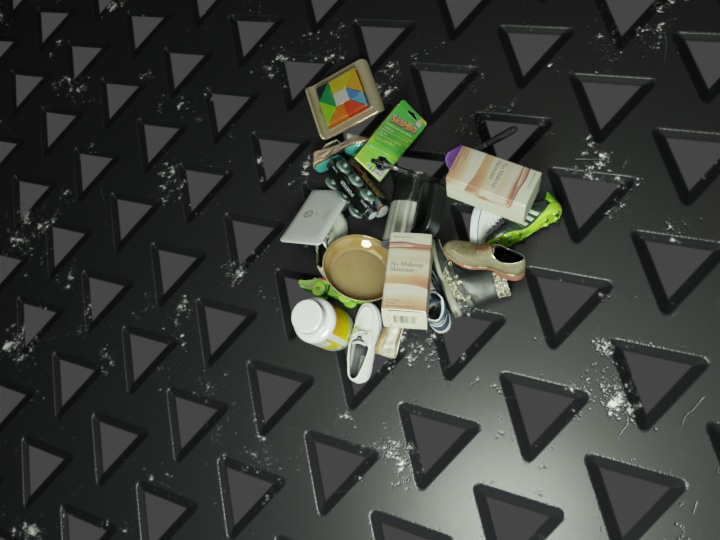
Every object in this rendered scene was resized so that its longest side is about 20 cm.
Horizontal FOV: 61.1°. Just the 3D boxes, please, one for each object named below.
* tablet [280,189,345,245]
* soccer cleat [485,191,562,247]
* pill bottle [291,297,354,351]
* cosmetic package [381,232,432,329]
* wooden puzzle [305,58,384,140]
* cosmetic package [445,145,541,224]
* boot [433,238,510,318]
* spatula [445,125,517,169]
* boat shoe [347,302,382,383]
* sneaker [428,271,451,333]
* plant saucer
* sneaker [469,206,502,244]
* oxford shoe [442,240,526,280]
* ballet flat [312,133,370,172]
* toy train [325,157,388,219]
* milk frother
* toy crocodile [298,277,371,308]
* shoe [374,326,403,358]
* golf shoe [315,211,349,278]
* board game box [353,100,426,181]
[{"bbox_3d":[-0.118,-0.143,1.609,0.129,0.014,0.201,6,49,29],"label":"tablet"},{"bbox_3d":[0.384,-0.117,1.466,0.198,0.068,0.082,-26,59,4],"label":"soccer cleat"},{"bbox_3d":[-0.093,0.129,1.480,0.108,0.200,0.111,-5,74,17],"label":"pill bottle"},{"bbox_3d":[0.108,0.021,1.380,0.102,0.088,0.202,2,58,8],"label":"cosmetic package"},{"bbox_3d":[-0.048,-0.487,1.722,0.198,0.037,0.187,-23,69,12],"label":"wooden puzzle"},{"bbox_3d":[0.310,-0.202,1.431,0.198,0.087,0.104,22,71,19],"label":"cosmetic package"},{"bbox_3d":[0.261,-0.001,1.471,0.152,0.074,0.206,-19,68,7],"label":"boot"},{"bbox_3d":[0.310,-0.318,1.562,0.198,0.021,0.057,-27,81,7],"label":"spatula"},{"bbox_3d":[0.007,0.176,1.504,0.073,0.065,0.203,1,78,20],"label":"boat shoe"},{"bbox_3d":[0.158,0.048,1.467,0.070,0.108,0.202,-27,69,9],"label":"sneaker"},{"bbox_3d":[0.000,0.000,1.535,0.197,0.036,0.202,6,56,-8],"label":"plant saucer"},{"bbox_3d":[0.316,-0.142,1.485,0.070,0.073,0.202,11,79,25],"label":"sneaker"},{"bbox_3d":[0.287,-0.042,1.406,0.198,0.075,0.071,15,59,16],"label":"oxford shoe"},{"bbox_3d":[-0.044,-0.335,1.665,0.198,0.068,0.068,-17,63,12],"label":"ballet flat"},{"bbox_3d":[-0.007,-0.214,1.593,0.201,0.113,0.085,51,124,20],"label":"toy train"},{"bbox_3d":[0.093,-0.158,1.488,0.198,0.180,0.191,15,78,-12],"label":"milk frother"},{"bbox_3d":[-0.065,0.051,1.566,0.198,0.068,0.062,12,76,19],"label":"toy crocodile"},{"bbox_3d":[0.091,0.120,1.475,0.053,0.070,0.202,26,110,23],"label":"shoe"},{"bbox_3d":[-0.080,-0.080,1.590,0.077,0.097,0.203,-7,72,18],"label":"golf shoe"},{"bbox_3d":[0.080,-0.344,1.617,0.095,0.030,0.200,40,93,-18],"label":"board game box"}]
